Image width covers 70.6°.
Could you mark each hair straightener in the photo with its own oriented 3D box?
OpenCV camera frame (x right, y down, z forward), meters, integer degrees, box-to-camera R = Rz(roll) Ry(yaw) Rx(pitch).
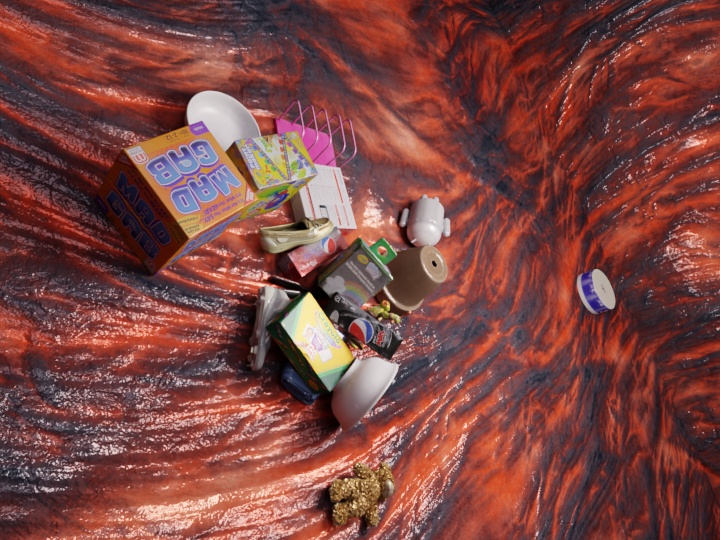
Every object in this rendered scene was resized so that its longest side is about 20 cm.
[{"bbox_3d":[-0.149,0.075,1.283,0.199,0.041,0.078,22,56,-38],"label":"hair straightener"}]

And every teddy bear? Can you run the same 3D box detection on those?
[{"bbox_3d":[0.010,0.516,1.175,0.199,0.067,0.146,19,60,-34],"label":"teddy bear"}]

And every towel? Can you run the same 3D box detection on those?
[{"bbox_3d":[-0.116,0.212,1.229,0.112,0.048,0.201,44,47,-19],"label":"towel"}]

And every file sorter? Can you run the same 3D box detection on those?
[{"bbox_3d":[-0.126,-0.384,1.468,0.199,0.125,0.140,6,65,-40],"label":"file sorter"}]

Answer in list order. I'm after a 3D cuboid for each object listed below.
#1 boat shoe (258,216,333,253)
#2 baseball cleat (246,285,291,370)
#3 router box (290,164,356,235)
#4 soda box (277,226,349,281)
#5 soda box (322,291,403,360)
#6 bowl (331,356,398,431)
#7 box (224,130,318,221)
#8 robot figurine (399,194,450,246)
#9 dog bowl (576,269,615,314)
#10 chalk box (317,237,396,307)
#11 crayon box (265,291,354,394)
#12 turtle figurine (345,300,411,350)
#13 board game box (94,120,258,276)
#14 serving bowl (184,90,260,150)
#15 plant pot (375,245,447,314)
[{"bbox_3d":[-0.160,-0.103,1.289,0.199,0.073,0.064,-19,122,-21],"label":"boat shoe"},{"bbox_3d":[-0.199,0.133,1.164,0.106,0.070,0.202,15,66,-26],"label":"baseball cleat"},{"bbox_3d":[-0.114,-0.201,1.441,0.178,0.049,0.202,-1,70,-43],"label":"router box"},{"bbox_3d":[-0.122,-0.042,1.338,0.200,0.063,0.070,-35,95,-44],"label":"soda box"},{"bbox_3d":[0.003,0.133,1.226,0.199,0.071,0.064,35,82,-4],"label":"soda box"},{"bbox_3d":[-0.008,0.273,1.206,0.090,0.201,0.201,41,45,1],"label":"bowl"},{"bbox_3d":[-0.247,-0.221,1.221,0.192,0.199,0.123,-26,88,-45],"label":"box"},{"bbox_3d":[0.214,-0.156,1.670,0.168,0.113,0.201,11,54,5],"label":"robot figurine"},{"bbox_3d":[1.102,0.099,2.378,0.199,0.079,0.202,20,57,-34],"label":"dog bowl"},{"bbox_3d":[0.000,0.000,1.314,0.125,0.200,0.124,48,5,-12],"label":"chalk box"},{"bbox_3d":[-0.111,0.167,1.165,0.201,0.058,0.119,57,43,-15],"label":"crayon box"},{"bbox_3d":[0.034,0.132,1.328,0.161,0.199,0.065,-47,114,-21],"label":"turtle figurine"},{"bbox_3d":[-0.382,-0.150,1.061,0.201,0.199,0.200,54,44,-6],"label":"board game box"},{"bbox_3d":[-0.354,-0.348,1.284,0.199,0.066,0.202,20,58,-34],"label":"serving bowl"},{"bbox_3d":[0.153,0.010,1.485,0.199,0.174,0.202,20,57,-34],"label":"plant pot"}]
